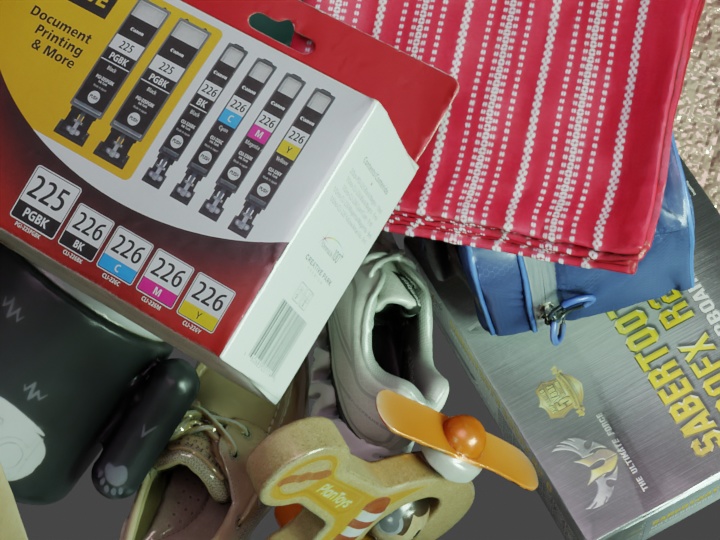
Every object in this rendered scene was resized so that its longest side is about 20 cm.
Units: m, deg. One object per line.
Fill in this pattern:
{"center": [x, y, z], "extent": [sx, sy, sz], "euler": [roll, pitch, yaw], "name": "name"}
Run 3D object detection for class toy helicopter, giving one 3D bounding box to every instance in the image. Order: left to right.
{"center": [0.006, 0.104, 0.975], "extent": [0.132, 0.200, 0.079], "euler": [-32, 65, 8], "name": "toy helicopter"}

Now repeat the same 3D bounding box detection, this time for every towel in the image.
{"center": [0.054, -0.083, 0.955], "extent": [0.198, 0.022, 0.146], "euler": [11, 76, 20], "name": "towel"}

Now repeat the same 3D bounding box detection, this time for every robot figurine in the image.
{"center": [-0.167, 0.038, 1.046], "extent": [0.150, 0.125, 0.201], "euler": [34, 97, -18], "name": "robot figurine"}

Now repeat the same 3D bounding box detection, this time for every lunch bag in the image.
{"center": [0.088, -0.061, 1.028], "extent": [0.131, 0.136, 0.202], "euler": [-12, 69, 5], "name": "lunch bag"}

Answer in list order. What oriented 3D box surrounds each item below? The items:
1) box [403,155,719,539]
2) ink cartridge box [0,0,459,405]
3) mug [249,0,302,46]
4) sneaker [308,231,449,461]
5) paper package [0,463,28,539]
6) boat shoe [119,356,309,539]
{"center": [0.137, 0.034, 1.084], "extent": [0.157, 0.048, 0.201], "euler": [-26, 66, -9], "name": "box"}
{"center": [-0.083, -0.068, 0.935], "extent": [0.199, 0.084, 0.176], "euler": [28, 81, 22], "name": "ink cartridge box"}
{"center": [-0.060, -0.181, 1.146], "extent": [0.114, 0.185, 0.152], "euler": [-43, 75, 12], "name": "mug"}
{"center": [0.000, 0.000, 1.074], "extent": [0.075, 0.081, 0.202], "euler": [-8, 71, -28], "name": "sneaker"}
{"center": [-0.251, 0.104, 0.915], "extent": [0.199, 0.191, 0.104], "euler": [32, 62, 18], "name": "paper package"}
{"center": [-0.078, 0.103, 1.056], "extent": [0.072, 0.065, 0.201], "euler": [18, 67, 12], "name": "boat shoe"}
